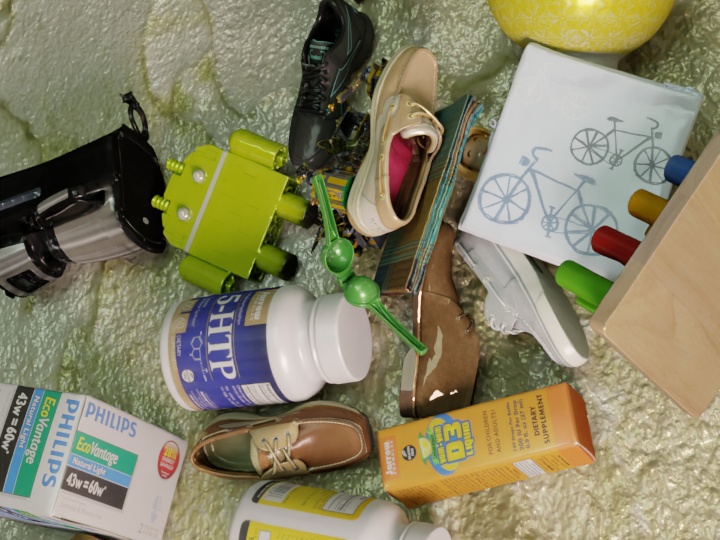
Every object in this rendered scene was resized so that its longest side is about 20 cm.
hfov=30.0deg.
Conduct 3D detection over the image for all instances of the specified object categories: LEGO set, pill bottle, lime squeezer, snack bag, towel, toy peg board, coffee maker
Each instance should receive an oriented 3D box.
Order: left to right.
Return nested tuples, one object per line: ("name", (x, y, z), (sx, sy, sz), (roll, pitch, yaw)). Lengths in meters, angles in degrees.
("coffee maker", (-0.336, -0.080, 1.574), (0.198, 0.135, 0.193), (-16, 41, 18))
("pill bottle", (-0.095, 0.078, 1.388), (0.198, 0.120, 0.121), (-8, 67, 22))
("pill bottle", (-0.018, 0.269, 1.282), (0.198, 0.111, 0.112), (5, 73, 28))
("LEGO set", (-0.014, -0.121, 1.409), (0.115, 0.154, 0.201), (15, 74, 29))
("lime squeezer", (0.000, 0.000, 1.323), (0.070, 0.038, 0.201), (-30, 91, 47))
("towel", (0.064, -0.070, 1.340), (0.022, 0.147, 0.202), (20, 84, -12))
("snack bag", (0.208, -0.104, 1.284), (0.187, 0.021, 0.202), (19, 93, 17))
("toy peg board", (0.282, -0.005, 1.205), (0.098, 0.200, 0.200), (31, 86, 46))

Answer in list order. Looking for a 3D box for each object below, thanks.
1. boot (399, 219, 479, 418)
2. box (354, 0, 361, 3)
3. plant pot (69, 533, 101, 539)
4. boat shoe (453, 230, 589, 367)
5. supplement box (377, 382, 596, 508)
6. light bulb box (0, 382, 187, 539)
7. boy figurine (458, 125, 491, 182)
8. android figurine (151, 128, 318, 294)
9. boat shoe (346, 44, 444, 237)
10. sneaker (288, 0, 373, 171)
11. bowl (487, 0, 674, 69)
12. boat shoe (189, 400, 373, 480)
("boot", (0.087, 0.049, 1.341), (0.075, 0.074, 0.202), (4, 86, 14))
("box", (0.002, -0.439, 1.521), (0.200, 0.148, 0.124), (-47, 60, 3))
("plant pot", (-0.296, 0.375, 1.350), (0.185, 0.187, 0.201), (15, 64, 29))
("boat shoe", (0.154, 0.027, 1.325), (0.071, 0.070, 0.202), (-41, 54, 18))
("supplement box", (0.118, 0.168, 1.283), (0.199, 0.069, 0.067), (-19, 62, 21))
("light bulb box", (-0.323, 0.201, 1.403), (0.198, 0.198, 0.126), (5, 72, 28))
("boy figurine", (0.180, -0.103, 1.359), (0.199, 0.064, 0.125), (23, 85, 27))
("android figurine", (-0.146, -0.066, 1.499), (0.199, 0.041, 0.183), (25, 93, 25))
("boat shoe", (0.048, -0.128, 1.314), (0.069, 0.073, 0.202), (-2, 70, 50))
("sneaker", (-0.047, -0.210, 1.499), (0.075, 0.079, 0.202), (8, 76, 26))
("bowl", (0.219, -0.250, 1.340), (0.198, 0.200, 0.109), (3, 96, 26))
("boat shoe", (-0.083, 0.182, 1.356), (0.198, 0.074, 0.076), (-10, 102, 28))
